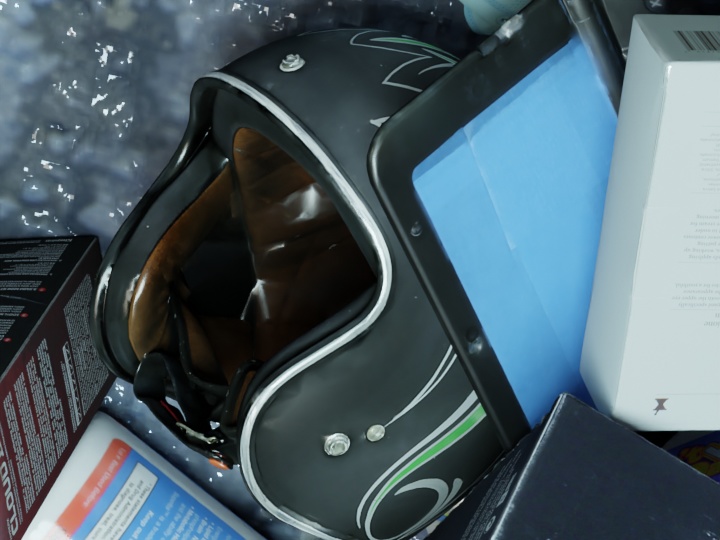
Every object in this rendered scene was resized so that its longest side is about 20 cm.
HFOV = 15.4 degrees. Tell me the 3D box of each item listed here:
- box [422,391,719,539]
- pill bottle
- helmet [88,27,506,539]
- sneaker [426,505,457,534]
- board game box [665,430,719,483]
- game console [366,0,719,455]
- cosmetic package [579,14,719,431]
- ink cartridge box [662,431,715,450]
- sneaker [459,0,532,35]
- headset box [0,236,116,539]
[{"bbox_3d":[0.110,0.168,1.030,0.199,0.104,0.182,30,150,-3],"label":"box"},{"bbox_3d":[-0.081,0.168,1.256,0.200,0.112,0.112,39,119,-8],"label":"pill bottle"},{"bbox_3d":[0.000,0.000,1.105,0.199,0.200,0.191,31,94,-4],"label":"helmet"},{"bbox_3d":[0.090,0.166,1.221,0.076,0.105,0.200,-36,105,26],"label":"sneaker"},{"bbox_3d":[0.177,0.131,1.120,0.199,0.045,0.135,-24,110,25],"label":"board game box"},{"bbox_3d":[0.128,-0.015,1.018,0.175,0.117,0.201,-9,125,28],"label":"game console"},{"bbox_3d":[0.190,-0.016,0.990,0.199,0.052,0.152,0,116,-12],"label":"cosmetic package"},{"bbox_3d":[0.235,0.087,1.159,0.200,0.084,0.146,-36,104,26],"label":"ink cartridge box"},{"bbox_3d":[0.083,-0.129,1.095,0.199,0.074,0.082,24,132,7],"label":"sneaker"},{"bbox_3d":[-0.206,0.061,1.178,0.148,0.200,0.078,-3,116,13],"label":"headset box"}]
